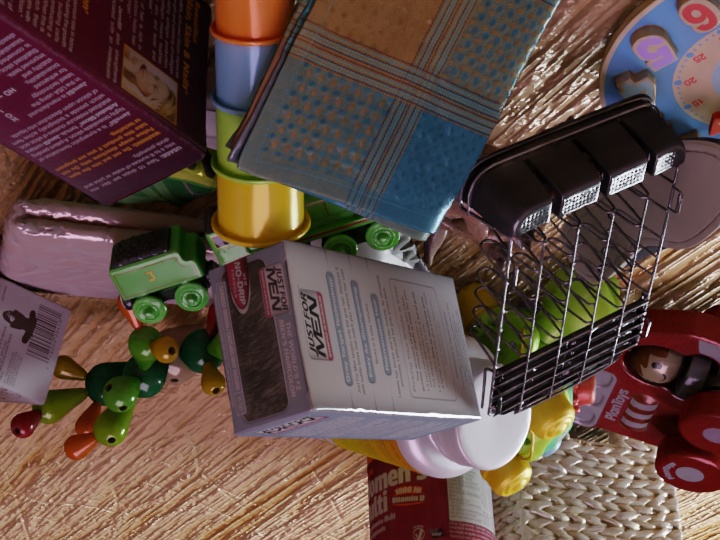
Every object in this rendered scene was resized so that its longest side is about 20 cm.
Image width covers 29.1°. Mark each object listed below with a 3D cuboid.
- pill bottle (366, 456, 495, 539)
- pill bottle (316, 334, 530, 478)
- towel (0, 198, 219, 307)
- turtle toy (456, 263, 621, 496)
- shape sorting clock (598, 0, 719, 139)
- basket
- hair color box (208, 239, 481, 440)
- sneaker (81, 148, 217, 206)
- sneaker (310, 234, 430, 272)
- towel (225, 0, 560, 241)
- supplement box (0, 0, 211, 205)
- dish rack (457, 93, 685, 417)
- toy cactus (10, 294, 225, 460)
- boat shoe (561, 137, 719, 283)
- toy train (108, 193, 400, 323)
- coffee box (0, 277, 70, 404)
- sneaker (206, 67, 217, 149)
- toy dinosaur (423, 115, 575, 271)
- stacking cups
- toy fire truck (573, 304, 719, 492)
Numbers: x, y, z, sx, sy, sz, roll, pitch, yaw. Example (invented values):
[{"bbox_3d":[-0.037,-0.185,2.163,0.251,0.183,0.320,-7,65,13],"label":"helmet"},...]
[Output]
[{"bbox_3d":[0.059,0.180,1.209,0.108,0.203,0.110,-2,150,-1],"label":"pill bottle"},{"bbox_3d":[0.037,0.097,1.085,0.108,0.111,0.199,24,171,-37],"label":"pill bottle"},{"bbox_3d":[-0.160,-0.010,0.987,0.188,0.033,0.200,5,167,-16],"label":"towel"},{"bbox_3d":[0.138,0.076,1.122,0.100,0.147,0.201,-8,143,-37],"label":"turtle toy"},{"bbox_3d":[0.249,-0.124,0.874,0.197,0.040,0.201,-2,149,-1],"label":"shape sorting clock"},{"bbox_3d":[0.181,0.232,1.350,0.195,0.163,0.200,10,149,-22],"label":"basket"},{"bbox_3d":[-0.004,0.049,0.860,0.060,0.101,0.199,-19,163,29],"label":"hair color box"},{"bbox_3d":[-0.174,-0.079,0.879,0.198,0.075,0.083,19,139,-33],"label":"sneaker"},{"bbox_3d":[0.000,0.000,0.994,0.088,0.074,0.200,-36,149,0],"label":"sneaker"},{"bbox_3d":[0.029,-0.125,0.760,0.145,0.022,0.202,20,104,-32],"label":"towel"},{"bbox_3d":[-0.176,-0.135,0.749,0.085,0.112,0.199,-21,145,30],"label":"supplement box"},{"bbox_3d":[0.133,0.000,0.893,0.152,0.055,0.202,-22,137,-23],"label":"dish rack"},{"bbox_3d":[-0.168,0.070,1.091,0.199,0.103,0.165,-31,-179,21],"label":"toy cactus"},{"bbox_3d":[0.209,-0.049,0.954,0.062,0.073,0.200,-28,175,-26],"label":"boat shoe"},{"bbox_3d":[-0.066,-0.020,0.873,0.197,0.042,0.057,-18,127,9],"label":"toy train"},{"bbox_3d":[-0.329,0.029,1.014,0.113,0.081,0.199,-3,156,42],"label":"coffee box"},{"bbox_3d":[-0.032,-0.131,0.829,0.197,0.075,0.101,-9,127,15],"label":"sneaker"},{"bbox_3d":[0.052,-0.065,0.922,0.134,0.087,0.200,17,163,-11],"label":"toy dinosaur"},{"bbox_3d":[-0.053,-0.114,0.769,0.059,0.061,0.203,1,119,-6],"label":"stacking cups"},{"bbox_3d":[0.255,0.095,1.192,0.165,0.113,0.201,16,149,6],"label":"toy fire truck"}]
